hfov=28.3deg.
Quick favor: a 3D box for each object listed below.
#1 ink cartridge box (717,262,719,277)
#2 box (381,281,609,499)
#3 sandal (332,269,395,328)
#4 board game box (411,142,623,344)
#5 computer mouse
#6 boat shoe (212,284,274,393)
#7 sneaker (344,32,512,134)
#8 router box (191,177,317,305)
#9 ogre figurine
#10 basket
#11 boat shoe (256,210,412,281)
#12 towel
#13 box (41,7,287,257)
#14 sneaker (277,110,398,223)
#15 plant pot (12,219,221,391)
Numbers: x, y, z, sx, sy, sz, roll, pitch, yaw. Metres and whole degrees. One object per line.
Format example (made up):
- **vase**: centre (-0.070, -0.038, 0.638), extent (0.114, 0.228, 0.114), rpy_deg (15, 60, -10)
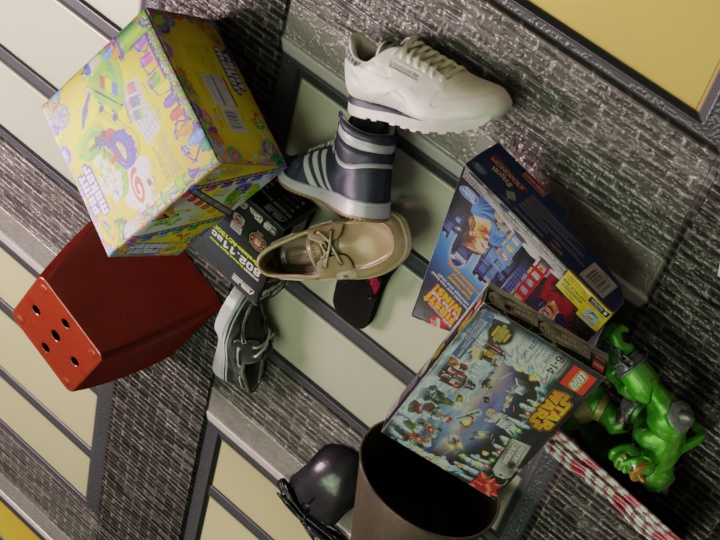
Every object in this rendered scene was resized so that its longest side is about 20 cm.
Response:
- **ink cartridge box**: centre (0.402, -0.031, 1.152), extent (0.199, 0.083, 0.147), rpy_deg (25, 134, 31)
- **box**: centre (0.127, 0.120, 1.377), extent (0.137, 0.040, 0.200), rpy_deg (30, 126, -6)
- **sandal**: centre (0.000, 0.000, 1.617), extent (0.075, 0.045, 0.201), rpy_deg (36, 138, 21)
- **board game box**: centre (0.143, 0.014, 1.414), extent (0.200, 0.062, 0.200), rpy_deg (47, 138, 11)
- **computer mouse**: centre (-0.050, 0.302, 1.887), extent (0.139, 0.053, 0.200), rpy_deg (46, 141, 12)
- **boat shoe**: centre (-0.141, 0.084, 1.818), extent (0.071, 0.072, 0.200), rpy_deg (31, 147, 13)
- **sneaker**: centre (0.060, -0.185, 1.402), extent (0.199, 0.076, 0.081), rpy_deg (13, 117, 38)
- **router box**: centre (-0.158, -0.077, 1.709), extent (0.200, 0.062, 0.150), rpy_deg (42, 141, 15)
- **ogre figurine**: centre (0.271, 0.145, 1.409), extent (0.120, 0.098, 0.201), rpy_deg (43, 134, 29)
- **basket**: centre (0.059, 0.297, 1.713), extent (0.180, 0.136, 0.200), rpy_deg (36, 142, 13)
- **boat shoe**: centre (-0.030, -0.021, 1.554), extent (0.199, 0.065, 0.073), rpy_deg (-9, 93, 43)
- **towel**: centre (0.253, 0.227, 1.471), extent (0.200, 0.030, 0.146), rpy_deg (42, 180, 12)
- **box**: centre (-0.221, -0.149, 1.586), extent (0.192, 0.122, 0.201), rpy_deg (-35, 73, 29)
- **sneaker**: centre (-0.023, -0.126, 1.533), extent (0.200, 0.070, 0.109), rpy_deg (29, 116, 55)
- **plant pot**: centre (-0.341, 0.045, 1.897), extent (0.200, 0.176, 0.200), rpy_deg (53, 142, 2)
